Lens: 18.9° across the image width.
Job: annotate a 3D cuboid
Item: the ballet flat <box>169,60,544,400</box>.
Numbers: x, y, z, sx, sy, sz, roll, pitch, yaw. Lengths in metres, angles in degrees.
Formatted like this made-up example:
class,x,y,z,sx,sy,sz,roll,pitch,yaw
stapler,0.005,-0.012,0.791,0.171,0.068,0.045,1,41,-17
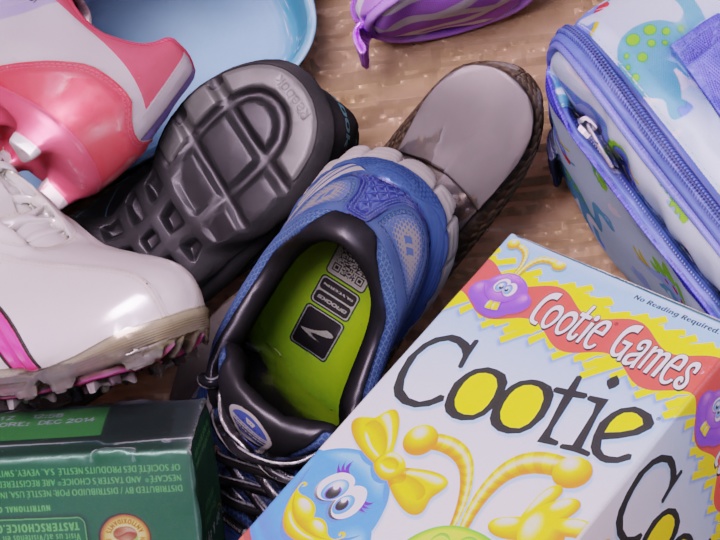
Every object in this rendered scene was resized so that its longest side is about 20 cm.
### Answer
class,x,y,z,sx,sy,sz,roll,pitch,yaw
ballet flat,0.000,0.000,0.832,0.067,0.046,0.200,40,104,5

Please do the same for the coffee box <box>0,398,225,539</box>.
class,x,y,z,sx,sy,sz,roll,pitch,yaw
coffee box,-0.104,0.146,0.764,0.122,0.044,0.201,-4,111,6

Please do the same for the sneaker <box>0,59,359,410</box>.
class,x,y,z,sx,sy,sz,roll,pitch,yaw
sneaker,-0.079,-0.003,0.846,0.199,0.079,0.076,-35,78,16

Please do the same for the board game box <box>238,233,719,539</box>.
class,x,y,z,sx,sy,sz,roll,pitch,yaw
board game box,0.041,0.103,0.723,0.103,0.105,0.200,23,60,37

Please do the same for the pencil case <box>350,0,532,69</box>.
class,x,y,z,sx,sy,sz,roll,pitch,yaw
pencil case,0.011,-0.190,0.876,0.085,0.084,0.201,-17,74,0

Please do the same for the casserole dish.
class,x,y,z,sx,sy,sz,roll,pitch,yaw
casserole dish,-0.108,-0.092,0.887,0.199,0.039,0.122,-29,74,-1

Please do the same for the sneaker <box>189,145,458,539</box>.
class,x,y,z,sx,sy,sz,roll,pitch,yaw
sneaker,-0.034,0.052,0.775,0.078,0.089,0.201,26,111,12

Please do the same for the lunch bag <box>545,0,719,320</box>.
class,x,y,z,sx,sy,sz,roll,pitch,yaw
lunch bag,0.145,-0.010,0.772,0.082,0.161,0.200,-35,75,-4

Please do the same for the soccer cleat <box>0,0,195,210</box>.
class,x,y,z,sx,sy,sz,roll,pitch,yaw
soccer cleat,-0.150,-0.095,0.832,0.200,0.067,0.076,34,66,32

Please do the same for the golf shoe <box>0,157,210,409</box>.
class,x,y,z,sx,sy,sz,roll,pitch,yaw
golf shoe,-0.136,-0.001,0.765,0.199,0.072,0.093,2,103,40
